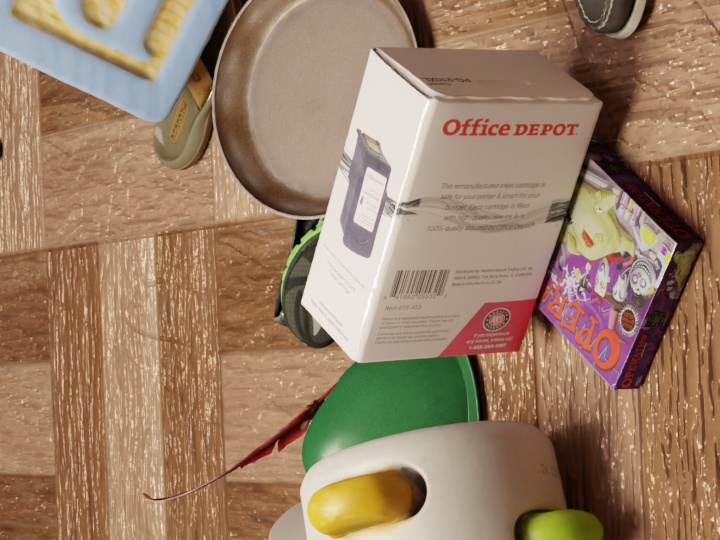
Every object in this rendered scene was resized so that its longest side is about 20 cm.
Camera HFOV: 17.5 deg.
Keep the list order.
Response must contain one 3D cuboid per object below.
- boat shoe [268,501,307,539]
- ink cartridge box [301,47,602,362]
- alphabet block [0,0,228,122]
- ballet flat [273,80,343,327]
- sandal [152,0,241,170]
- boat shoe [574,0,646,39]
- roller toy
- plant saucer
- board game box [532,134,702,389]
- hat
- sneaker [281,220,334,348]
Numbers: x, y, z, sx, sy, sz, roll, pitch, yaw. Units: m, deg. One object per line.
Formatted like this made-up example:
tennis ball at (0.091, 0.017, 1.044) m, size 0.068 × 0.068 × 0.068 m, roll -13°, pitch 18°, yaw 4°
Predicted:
boat shoe at (-0.012, 0.248, 1.818) m, size 0.093 × 0.074 × 0.200 m, roll 64°, pitch 176°, yaw -19°
ink cartridge box at (0.060, -0.046, 1.587) m, size 0.084 × 0.144 × 0.201 m, roll 45°, pitch 128°, yaw 45°
alphabet block at (-0.233, -0.264, 1.960) m, size 0.196 × 0.196 × 0.200 m, roll -61°, pitch 31°, yaw 4°
ballet flat at (-0.034, -0.051, 1.852) m, size 0.066 × 0.056 × 0.202 m, roll 7°, pitch 95°, yaw 56°
sandal at (-0.150, -0.177, 2.022) m, size 0.080 × 0.054 × 0.201 m, roll 49°, pitch 128°, yaw 43°
boat shoe at (0.149, -0.255, 1.571) m, size 0.072 × 0.060 × 0.203 m, roll -15°, pitch 78°, yaw 55°
roller toy at (0.051, 0.178, 1.617) m, size 0.183 × 0.198 × 0.141 m, roll 127°, pitch 134°, yaw -69°
plant saucer at (-0.029, -0.139, 1.818) m, size 0.199 × 0.032 × 0.202 m, roll -4°, pitch 84°, yaw 33°
board game box at (0.149, -0.025, 1.609) m, size 0.200 × 0.032 × 0.121 m, roll 49°, pitch 134°, yaw 43°
hat at (-0.031, 0.124, 1.744) m, size 0.166 × 0.175 × 0.201 m, roll 45°, pitch 126°, yaw 46°
sneaker at (0.000, 0.000, 1.769) m, size 0.200 × 0.076 × 0.084 m, roll -50°, pitch 33°, yaw 41°
